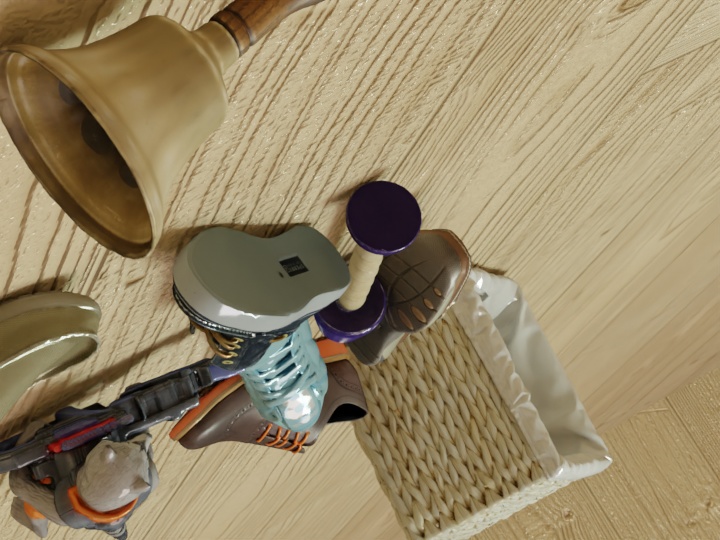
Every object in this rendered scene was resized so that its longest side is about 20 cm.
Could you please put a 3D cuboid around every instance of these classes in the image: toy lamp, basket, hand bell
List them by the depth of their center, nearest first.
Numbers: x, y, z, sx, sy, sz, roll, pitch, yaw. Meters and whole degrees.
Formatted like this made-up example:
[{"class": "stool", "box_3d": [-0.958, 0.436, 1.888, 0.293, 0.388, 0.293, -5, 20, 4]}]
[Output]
[{"class": "hand bell", "box_3d": [-0.051, -0.105, 0.881, 0.200, 0.104, 0.104, -40, 172, -25]}, {"class": "toy lamp", "box_3d": [0.000, 0.000, 1.419, 0.058, 0.058, 0.200, -28, 164, -20]}, {"class": "basket", "box_3d": [0.093, 0.121, 1.788, 0.160, 0.201, 0.198, -30, 168, 15]}]

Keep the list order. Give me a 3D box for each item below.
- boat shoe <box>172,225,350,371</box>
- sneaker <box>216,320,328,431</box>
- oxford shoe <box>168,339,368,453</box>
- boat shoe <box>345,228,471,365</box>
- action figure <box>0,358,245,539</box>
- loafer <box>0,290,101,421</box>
[{"class": "boat shoe", "box_3d": [-0.079, 0.026, 1.278, 0.091, 0.071, 0.200, -42, 167, 20]}, {"class": "sneaker", "box_3d": [-0.053, 0.072, 1.490, 0.074, 0.082, 0.200, -33, 166, -1]}, {"class": "oxford shoe", "box_3d": [-0.067, 0.112, 1.628, 0.199, 0.073, 0.071, -20, 163, -44]}, {"class": "boat shoe", "box_3d": [0.039, 0.008, 1.519, 0.071, 0.076, 0.200, -30, 177, -26]}, {"class": "action figure", "box_3d": [-0.161, 0.134, 1.411, 0.198, 0.105, 0.193, -23, 179, -11]}, {"class": "loafer", "box_3d": [-0.223, 0.076, 1.123, 0.199, 0.069, 0.076, -26, 166, -27]}]
